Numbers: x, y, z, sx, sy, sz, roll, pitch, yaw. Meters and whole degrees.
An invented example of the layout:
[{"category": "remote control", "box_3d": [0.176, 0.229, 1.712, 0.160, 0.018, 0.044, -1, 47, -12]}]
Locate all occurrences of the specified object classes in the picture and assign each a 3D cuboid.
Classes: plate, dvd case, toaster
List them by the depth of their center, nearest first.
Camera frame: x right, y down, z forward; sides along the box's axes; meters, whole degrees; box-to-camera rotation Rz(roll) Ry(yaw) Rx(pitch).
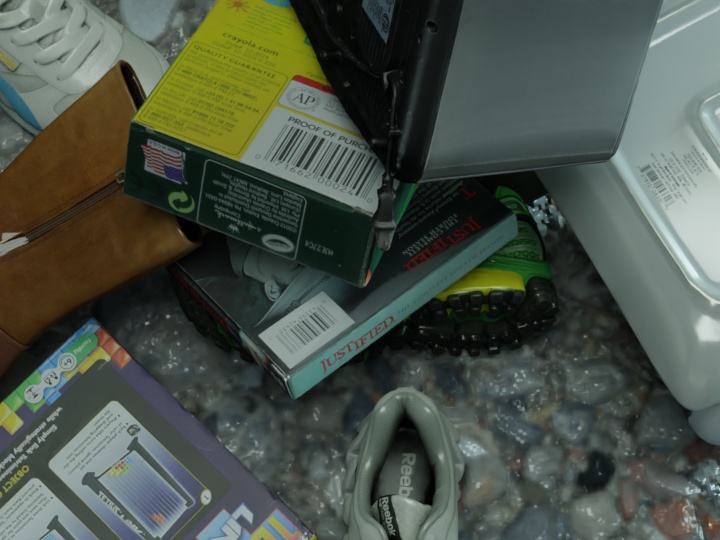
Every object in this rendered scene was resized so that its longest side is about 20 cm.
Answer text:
[{"category": "toaster", "box_3d": [0.045, -0.147, 0.868, 0.118, 0.201, 0.181, -4, 39, -21]}, {"category": "plate", "box_3d": [0.190, -0.063, 0.933, 0.199, 0.032, 0.201, -28, 71, -7]}, {"category": "dvd case", "box_3d": [-0.038, -0.039, 0.985, 0.146, 0.022, 0.200, -36, 53, -18]}]

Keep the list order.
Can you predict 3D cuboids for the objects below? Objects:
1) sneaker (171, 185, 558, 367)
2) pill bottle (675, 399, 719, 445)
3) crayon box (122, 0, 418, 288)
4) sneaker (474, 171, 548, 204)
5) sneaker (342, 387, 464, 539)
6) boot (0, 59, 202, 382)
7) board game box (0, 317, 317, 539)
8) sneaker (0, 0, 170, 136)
[{"category": "sneaker", "box_3d": [0.000, 0.000, 1.019, 0.198, 0.078, 0.086, -2, 58, -6]}, {"category": "pill bottle", "box_3d": [0.196, 0.017, 0.981, 0.113, 0.114, 0.201, -24, 70, -8]}, {"category": "crayon box", "box_3d": [-0.018, -0.091, 0.956, 0.126, 0.051, 0.201, 21, 46, 8]}, {"category": "sneaker", "box_3d": [0.088, -0.098, 1.059, 0.198, 0.075, 0.107, -18, 37, 10]}, {"category": "sneaker", "box_3d": [0.018, 0.154, 0.949, 0.074, 0.081, 0.202, 0, 70, -2]}, {"category": "boot", "box_3d": [-0.194, -0.043, 0.982, 0.199, 0.068, 0.189, -35, 67, 21]}, {"category": "board game box", "box_3d": [-0.146, 0.151, 0.964, 0.165, 0.057, 0.200, 43, 75, 13]}, {"category": "sneaker", "box_3d": [-0.185, -0.134, 1.060, 0.199, 0.081, 0.077, 31, 71, 10]}]
